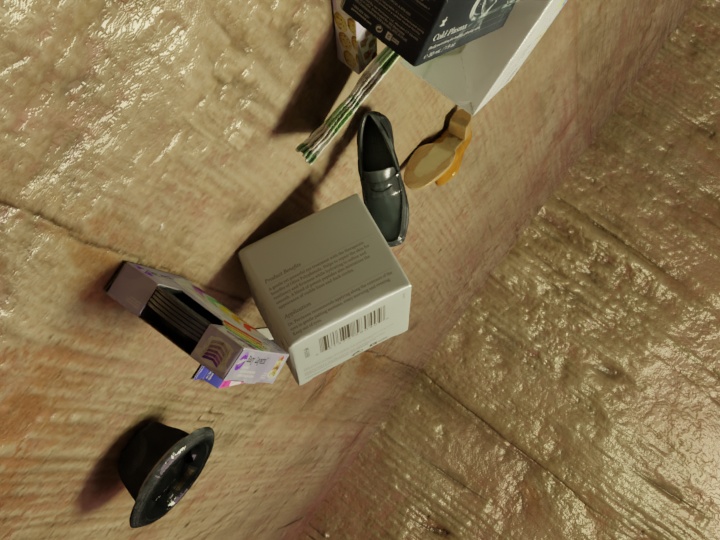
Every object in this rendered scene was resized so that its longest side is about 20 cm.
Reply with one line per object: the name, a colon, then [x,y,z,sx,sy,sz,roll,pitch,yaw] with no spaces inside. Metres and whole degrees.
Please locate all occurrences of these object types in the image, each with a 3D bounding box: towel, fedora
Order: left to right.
fedora: [-0.313,0.297,1.690,0.201,0.091,0.201,-49,165,-18]
towel: [-0.004,-0.234,1.426,0.200,0.031,0.149,-48,-172,22]

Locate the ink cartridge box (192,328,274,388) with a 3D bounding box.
ink cartridge box: [-0.198,0.143,1.812,0.095,0.037,0.200,-56,164,9]

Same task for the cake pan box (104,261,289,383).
cake pan box: [-0.195,0.067,1.341,0.052,0.184,0.200,-58,165,1]

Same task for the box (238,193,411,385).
box: [-0.050,0.032,1.626,0.198,0.172,0.200,-27,161,-10]

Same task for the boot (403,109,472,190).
boot: [0.145,-0.190,2.025,0.201,0.071,0.144,-53,164,-23]

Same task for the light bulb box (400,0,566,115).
light bulb box: [0.180,-0.339,1.467,0.198,0.125,0.200,-55,176,30]

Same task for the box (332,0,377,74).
box: [-0.007,-0.310,1.332,0.039,0.041,0.200,-49,166,-15]

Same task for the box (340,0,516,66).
box: [0.108,-0.360,1.225,0.200,0.124,0.197,-33,157,-45]

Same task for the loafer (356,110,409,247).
loafer: [0.027,-0.134,1.618,0.068,0.201,0.070,-10,177,14]
